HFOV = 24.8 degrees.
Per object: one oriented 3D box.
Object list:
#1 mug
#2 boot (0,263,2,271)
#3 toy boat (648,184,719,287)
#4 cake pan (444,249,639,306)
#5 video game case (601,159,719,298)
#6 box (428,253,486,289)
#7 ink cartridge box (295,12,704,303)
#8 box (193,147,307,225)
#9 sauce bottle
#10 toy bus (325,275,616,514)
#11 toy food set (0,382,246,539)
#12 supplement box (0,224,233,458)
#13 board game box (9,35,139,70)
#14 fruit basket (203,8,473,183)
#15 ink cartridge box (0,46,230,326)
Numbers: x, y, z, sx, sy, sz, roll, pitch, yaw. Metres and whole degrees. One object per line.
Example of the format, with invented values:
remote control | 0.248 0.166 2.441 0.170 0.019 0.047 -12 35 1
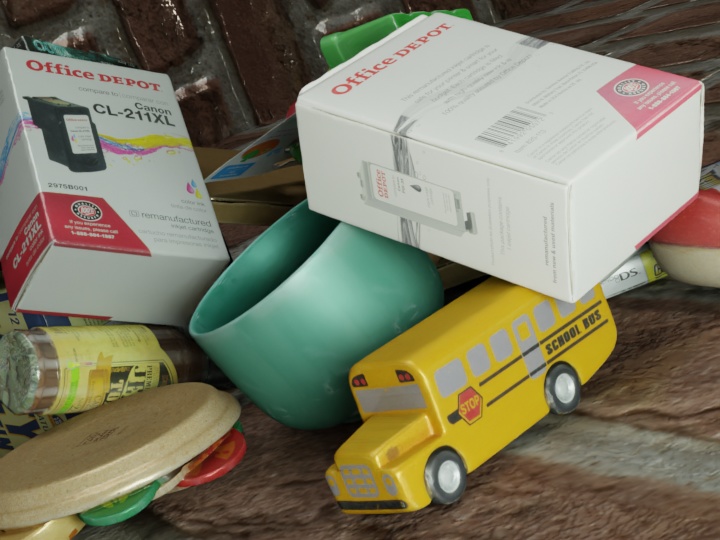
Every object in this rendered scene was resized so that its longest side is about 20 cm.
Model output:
mug | -0.013 0.021 1.087 0.152 0.114 0.185 -26 21 45
boot | -0.321 -0.018 1.341 0.200 0.066 0.165 -24 8 -14
toy boat | 0.268 -0.071 1.041 0.200 0.131 0.130 -24 11 -15
cake pan | 0.117 -0.007 1.147 0.200 0.037 0.200 -33 10 7
video game case | 0.219 -0.031 1.219 0.181 0.026 0.200 -21 11 0
box | 0.086 -0.030 1.181 0.163 0.021 0.200 -41 12 -37
ink cartridge box | 0.083 -0.075 0.981 0.200 0.083 0.146 21 42 35
box | -0.048 -0.067 1.353 0.200 0.021 0.163 3 18 -19
sauce bottle | -0.170 0.071 1.213 0.200 0.065 0.065 -2 -4 -40
toy bus | 0.062 0.062 0.923 0.065 0.078 0.200 -9 17 48
toy food set | -0.166 0.131 1.092 0.198 0.049 0.200 -19 11 9
supplement box | -0.229 0.054 1.348 0.200 0.134 0.200 -11 15 43
board game box | -0.291 -0.116 1.352 0.200 0.028 0.135 -35 -22 26
fruit basket | 0.003 -0.118 1.254 0.200 0.094 0.185 -39 -14 34
ink cartridge box | -0.200 -0.064 1.230 0.146 0.200 0.083 6 -43 -33
